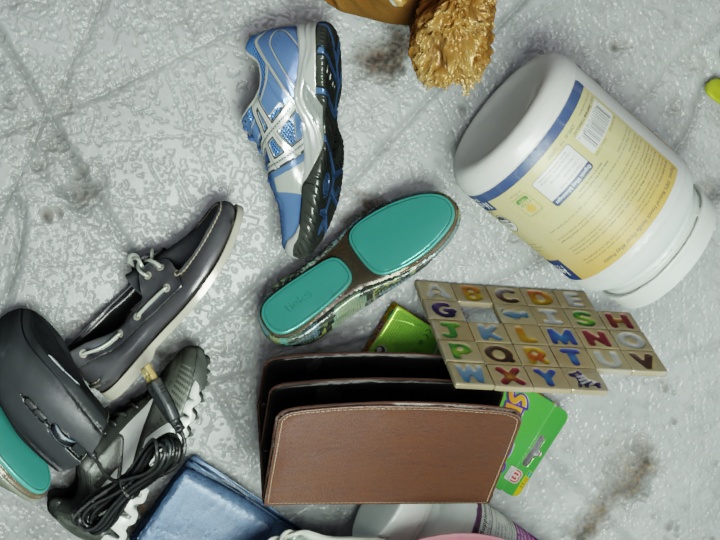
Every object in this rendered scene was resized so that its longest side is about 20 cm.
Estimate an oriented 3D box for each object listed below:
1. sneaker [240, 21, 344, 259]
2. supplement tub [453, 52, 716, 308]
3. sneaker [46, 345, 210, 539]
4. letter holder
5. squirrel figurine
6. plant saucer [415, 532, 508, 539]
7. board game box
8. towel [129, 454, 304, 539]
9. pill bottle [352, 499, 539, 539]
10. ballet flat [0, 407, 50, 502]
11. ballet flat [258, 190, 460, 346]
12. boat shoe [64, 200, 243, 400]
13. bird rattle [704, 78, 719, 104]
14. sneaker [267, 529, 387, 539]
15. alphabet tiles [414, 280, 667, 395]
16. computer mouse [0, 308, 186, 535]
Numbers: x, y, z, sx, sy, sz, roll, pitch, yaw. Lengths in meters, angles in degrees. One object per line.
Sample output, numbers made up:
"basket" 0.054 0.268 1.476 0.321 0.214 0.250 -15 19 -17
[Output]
"sneaker" -0.058 -0.111 1.156 0.076 0.076 0.202 4 102 14
"supplement tub" 0.194 -0.074 1.169 0.200 0.144 0.145 38 90 -15
"sneaker" -0.203 0.144 1.159 0.090 0.066 0.201 29 94 -18
"letter holder" 0.020 0.116 1.128 0.198 0.101 0.143 1 140 -10
"squirrel figurine" 0.051 -0.244 1.087 0.142 0.187 0.200 -44 105 -2
"plant saucer" 0.073 0.307 1.132 0.198 0.051 0.202 -5 125 -7
"board game box" 0.087 0.120 1.239 0.199 0.030 0.096 32 94 -13
"towel" -0.106 0.261 1.210 0.199 0.049 0.112 37 91 -16
"pill bottle" 0.094 0.263 1.221 0.199 0.112 0.113 36 91 -15
"ballet flat" -0.335 0.115 1.136 0.063 0.067 0.201 -26 105 21
"ballet flat" 0.000 0.000 1.183 0.199 0.074 0.075 -30 104 -2
"boat shoe" -0.174 0.015 1.142 0.063 0.073 0.201 36 95 -18
"bird rattle" 0.428 -0.175 1.232 0.199 0.113 0.164 20 78 -18
"sneaker" -0.066 0.252 1.145 0.198 0.073 0.071 -3 118 -7
"alphabet tiles" 0.158 0.058 1.176 0.198 0.168 0.008 4 118 -13
"computer mouse" -0.230 0.104 1.101 0.140 0.046 0.201 -35 79 20
